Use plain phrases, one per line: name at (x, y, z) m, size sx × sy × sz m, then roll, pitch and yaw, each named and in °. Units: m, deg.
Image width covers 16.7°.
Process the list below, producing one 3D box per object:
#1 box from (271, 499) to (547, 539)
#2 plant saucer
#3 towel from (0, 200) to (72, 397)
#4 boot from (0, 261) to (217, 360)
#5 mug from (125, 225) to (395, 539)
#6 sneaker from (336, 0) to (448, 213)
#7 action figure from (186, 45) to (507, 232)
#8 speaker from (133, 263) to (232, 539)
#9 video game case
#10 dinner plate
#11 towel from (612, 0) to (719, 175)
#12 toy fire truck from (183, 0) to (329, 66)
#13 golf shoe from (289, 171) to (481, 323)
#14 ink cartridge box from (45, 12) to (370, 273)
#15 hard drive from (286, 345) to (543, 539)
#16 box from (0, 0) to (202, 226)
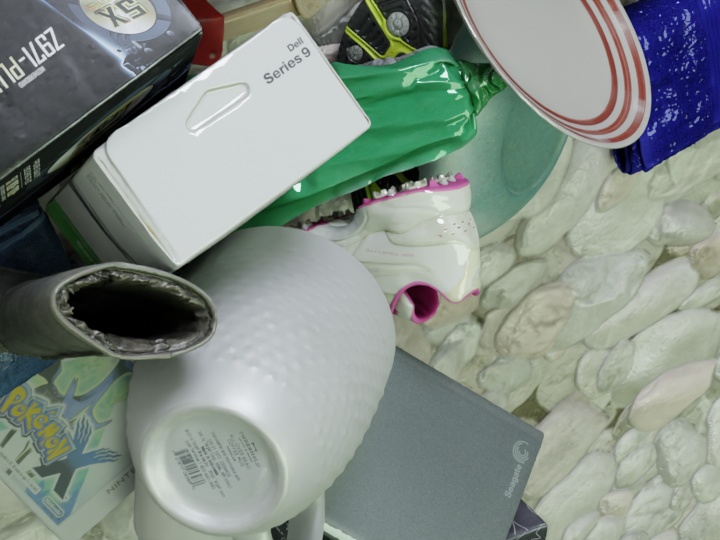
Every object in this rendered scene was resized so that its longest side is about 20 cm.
box at (0.023, 0.184, 1.768) m, size 0.132 × 0.200 × 0.115 m, roll -18°, pitch 132°, yaw -29°
plant saucer at (0.107, -0.107, 1.673) m, size 0.201 × 0.039 × 0.201 m, roll -41°, pitch 141°, yaw -44°
towel at (-0.263, 0.044, 1.520) m, size 0.200 × 0.049 × 0.112 m, roll -31°, pitch 119°, yaw -17°
boot at (-0.195, 0.025, 1.402) m, size 0.181 × 0.200 × 0.073 m, roll -1°, pitch 95°, yaw -20°
mug at (-0.061, 0.099, 1.479) m, size 0.147 × 0.175 × 0.201 m, roll -6°, pitch 114°, yaw 16°
sneaker at (0.032, -0.117, 1.653) m, size 0.076 × 0.075 × 0.200 m, roll -44°, pitch 147°, yaw -47°
action figure at (0.000, -0.097, 1.574) m, size 0.199 × 0.055 × 0.118 m, roll -15°, pitch 103°, yaw 7°
speaker at (-0.111, 0.099, 1.650) m, size 0.081 × 0.081 × 0.200 m, roll -17°, pitch 132°, yaw -29°
video game case at (-0.178, 0.077, 1.654) m, size 0.182 × 0.022 × 0.200 m, roll -41°, pitch 138°, yaw -6°
dinner plate at (0.116, -0.162, 1.595) m, size 0.200 × 0.201 × 0.024 m, roll 13°, pitch 141°, yaw -44°
towel at (0.272, -0.164, 1.814) m, size 0.200 × 0.050 × 0.148 m, roll -30°, pitch 137°, yaw -18°
toy fire truck at (-0.040, -0.205, 1.526) m, size 0.200 × 0.049 × 0.141 m, roll -9°, pitch 127°, yaw -36°
golf shoe at (0.000, 0.000, 1.622) m, size 0.075 × 0.200 × 0.092 m, roll -20°, pitch 91°, yaw -45°
ink cartridge box at (-0.094, -0.062, 1.440) m, size 0.146 × 0.200 × 0.084 m, roll -37°, pitch 94°, yaw -15°
hard drive at (0.016, 0.126, 1.636) m, size 0.200 × 0.033 × 0.140 m, roll 31°, pitch 67°, yaw -19°
box at (-0.183, -0.102, 1.380) m, size 0.164 × 0.086 × 0.200 m, roll -38°, pitch 180°, yaw -10°
